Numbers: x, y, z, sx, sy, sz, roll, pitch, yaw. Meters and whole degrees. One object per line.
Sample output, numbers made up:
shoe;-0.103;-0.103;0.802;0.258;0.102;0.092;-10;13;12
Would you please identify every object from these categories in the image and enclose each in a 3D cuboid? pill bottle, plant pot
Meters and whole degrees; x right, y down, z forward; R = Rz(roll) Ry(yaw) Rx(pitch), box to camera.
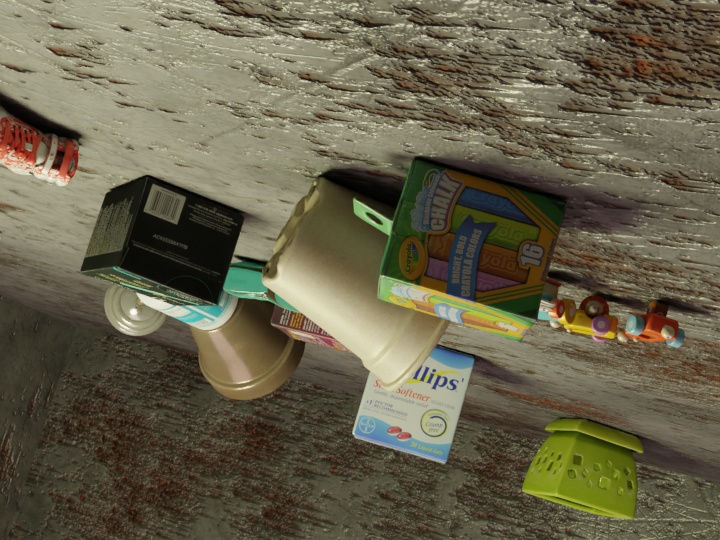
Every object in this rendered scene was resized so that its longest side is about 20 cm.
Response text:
pill bottle;-0.297;0.021;2.174;0.110;0.111;0.200;10;167;32
plant pot;-0.218;0.103;2.336;0.199;0.201;0.175;10;152;30
plant pot;0.495;0.429;2.895;0.198;0.182;0.200;19;170;-13
plant pot;0.000;0.000;1.437;0.183;0.201;0.200;29;168;-10

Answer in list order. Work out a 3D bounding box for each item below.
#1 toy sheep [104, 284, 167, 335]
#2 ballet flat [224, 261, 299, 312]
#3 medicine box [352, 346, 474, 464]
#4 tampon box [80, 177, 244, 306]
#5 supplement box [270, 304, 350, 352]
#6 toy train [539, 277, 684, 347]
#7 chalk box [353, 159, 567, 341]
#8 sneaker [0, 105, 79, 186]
toy sheep;-0.422;0.058;2.504;0.137;0.139;0.200;18;170;-7
ballet flat;-0.125;0.021;2.074;0.199;0.068;0.070;12;-167;25
medicine box;0.098;0.235;2.432;0.181;0.201;0.103;15;172;5
tampon box;-0.271;-0.034;1.793;0.149;0.127;0.200;21;169;-24
supplement box;-0.030;0.080;2.135;0.199;0.086;0.110;13;170;18
toy train;0.276;0.043;1.558;0.199;0.056;0.150;16;169;-14
chalk box;0.085;-0.024;1.292;0.199;0.125;0.125;15;169;4
sneaker;-0.392;-0.150;1.545;0.107;0.068;0.201;15;173;4
